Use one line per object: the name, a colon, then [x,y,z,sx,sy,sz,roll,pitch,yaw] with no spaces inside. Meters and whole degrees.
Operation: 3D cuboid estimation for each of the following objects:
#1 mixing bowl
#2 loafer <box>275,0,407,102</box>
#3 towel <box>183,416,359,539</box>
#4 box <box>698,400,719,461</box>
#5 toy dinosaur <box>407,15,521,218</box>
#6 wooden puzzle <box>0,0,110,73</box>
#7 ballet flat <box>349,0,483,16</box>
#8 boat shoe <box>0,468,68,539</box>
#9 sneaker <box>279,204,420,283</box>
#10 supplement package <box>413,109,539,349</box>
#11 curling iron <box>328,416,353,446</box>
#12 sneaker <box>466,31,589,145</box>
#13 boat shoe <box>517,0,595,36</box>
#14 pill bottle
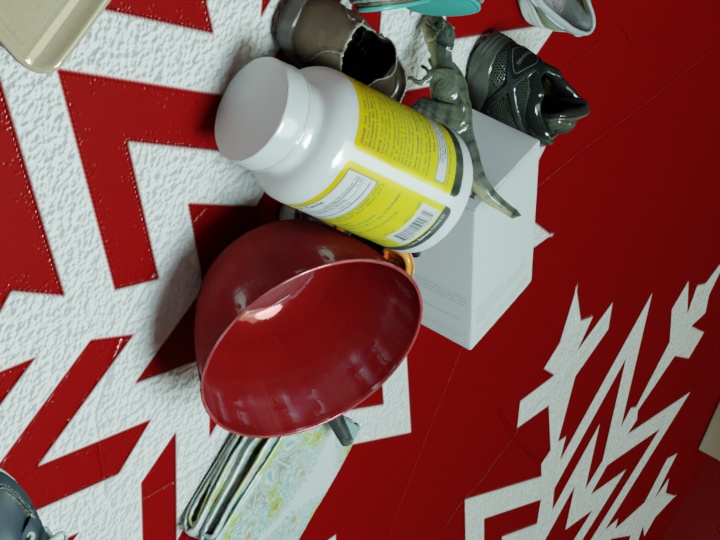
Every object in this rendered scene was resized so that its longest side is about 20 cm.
mixing bowl: [-0.059,0.031,1.396,0.200,0.108,0.200,-20,141,-17]
loafer: [-0.003,-0.165,1.385,0.073,0.071,0.200,-62,155,1]
towel: [-0.082,0.199,1.635,0.171,0.048,0.200,-58,155,-3]
box: [0.726,0.263,3.201,0.095,0.078,0.201,-7,121,-60]
toy dinosaur: [0.069,-0.129,1.511,0.047,0.088,0.201,-19,90,-68]
wooden puzzle: [-0.190,-0.239,1.004,0.185,0.037,0.200,-57,150,-11]
ballet flat: [0.052,-0.250,1.418,0.200,0.072,0.072,-14,127,-62]
boat shoe: [-0.263,0.222,1.291,0.075,0.062,0.200,-43,149,-31]
sneaker: [0.000,0.000,1.509,0.078,0.112,0.200,-55,154,-13]
supplement package: [0.094,-0.045,1.639,0.117,0.117,0.200,-45,151,-31]
curling iron: [-0.039,0.088,1.550,0.026,0.049,0.200,-66,148,-49]
sneaker: [0.162,-0.136,1.686,0.076,0.114,0.200,-41,150,-34]
boat shoe: [0.180,-0.287,1.620,0.075,0.065,0.202,-57,155,-10]
pill bottle: [-0.014,-0.094,1.337,0.200,0.112,0.113,23,95,-41]
